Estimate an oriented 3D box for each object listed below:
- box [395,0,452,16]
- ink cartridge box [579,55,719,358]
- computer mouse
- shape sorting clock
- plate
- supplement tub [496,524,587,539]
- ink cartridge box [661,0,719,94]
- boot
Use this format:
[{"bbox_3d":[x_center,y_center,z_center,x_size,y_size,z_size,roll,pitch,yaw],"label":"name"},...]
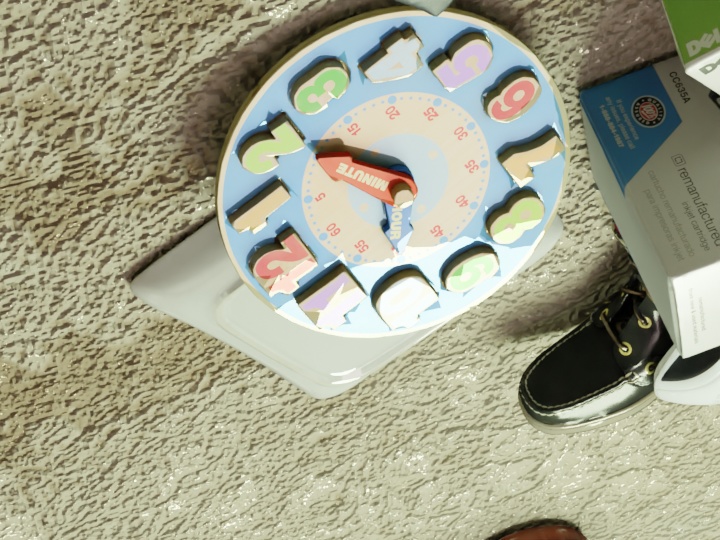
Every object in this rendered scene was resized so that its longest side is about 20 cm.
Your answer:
[{"bbox_3d":[0.008,-0.234,0.950,0.199,0.118,0.197,15,131,-42],"label":"box"},{"bbox_3d":[0.241,-0.060,1.275,0.199,0.147,0.086,-21,143,-1],"label":"ink cartridge box"},{"bbox_3d":[0.259,0.021,1.380,0.109,0.044,0.200,10,127,-50],"label":"computer mouse"},{"bbox_3d":[0.020,-0.048,1.225,0.199,0.039,0.201,-7,125,-11],"label":"shape sorting clock"},{"bbox_3d":[0.000,0.000,1.329,0.200,0.032,0.199,-35,142,17],"label":"plate"},{"bbox_3d":[0.148,0.291,1.644,0.106,0.201,0.107,-13,144,-10],"label":"supplement tub"},{"bbox_3d":[0.212,-0.161,1.144,0.147,0.076,0.200,-26,155,27],"label":"ink cartridge box"},{"bbox_3d":[0.176,0.011,1.399,0.199,0.073,0.151,-26,146,0],"label":"boot"}]
